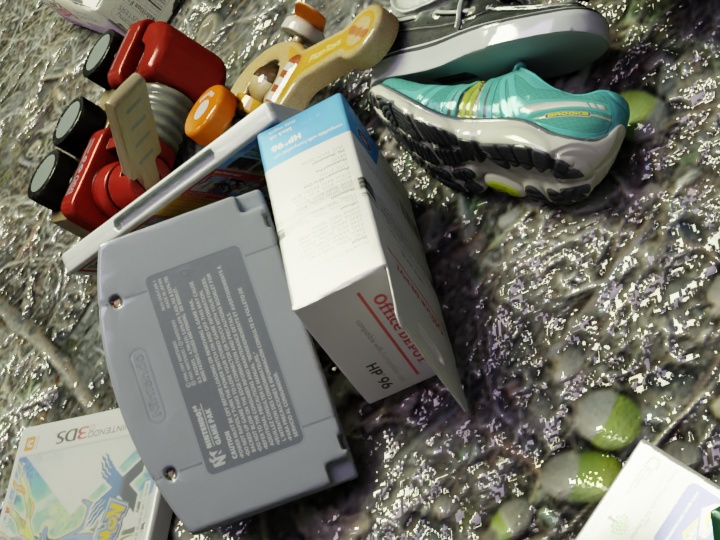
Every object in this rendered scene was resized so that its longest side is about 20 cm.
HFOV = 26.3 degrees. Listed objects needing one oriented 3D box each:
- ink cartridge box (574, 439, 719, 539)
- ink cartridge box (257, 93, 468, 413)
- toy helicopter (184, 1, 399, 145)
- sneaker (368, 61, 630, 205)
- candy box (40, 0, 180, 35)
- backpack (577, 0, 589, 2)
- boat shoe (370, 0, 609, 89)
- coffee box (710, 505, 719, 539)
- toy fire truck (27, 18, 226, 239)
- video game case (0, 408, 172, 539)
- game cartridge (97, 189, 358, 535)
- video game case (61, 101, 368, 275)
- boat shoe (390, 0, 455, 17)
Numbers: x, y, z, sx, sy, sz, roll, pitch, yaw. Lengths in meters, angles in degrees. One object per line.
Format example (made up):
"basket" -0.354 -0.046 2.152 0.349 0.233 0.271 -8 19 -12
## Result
"ink cartridge box" 0.186 0.171 0.755 0.100 0.039 0.200 -55 39 -1
"ink cartridge box" 0.000 0.000 0.984 0.068 0.116 0.200 -25 47 12
"toy helicopter" -0.037 -0.152 1.142 0.200 0.079 0.133 -21 42 48
"sneaker" 0.090 -0.097 1.018 0.200 0.078 0.080 18 63 41
"candy box" -0.210 -0.320 1.447 0.168 0.071 0.200 26 83 49
"backpack" 0.181 -0.289 0.949 0.200 0.168 0.163 -30 80 -9
"boat shoe" 0.087 -0.165 1.054 0.199 0.073 0.068 -9 72 51
"coffee box" 0.262 0.136 0.658 0.123 0.044 0.200 -28 34 -24
"toy fire truck" -0.169 -0.120 1.198 0.200 0.128 0.177 -6 58 55
"video game case" -0.209 0.198 1.132 0.182 0.022 0.201 -15 55 38
"game cartridge" -0.095 0.061 1.001 0.133 0.040 0.201 -18 80 -3
"video game case" -0.102 -0.052 1.114 0.200 0.143 0.017 -34 73 23
"boat shoe" 0.097 -0.241 1.101 0.202 0.065 0.075 -29 47 27
